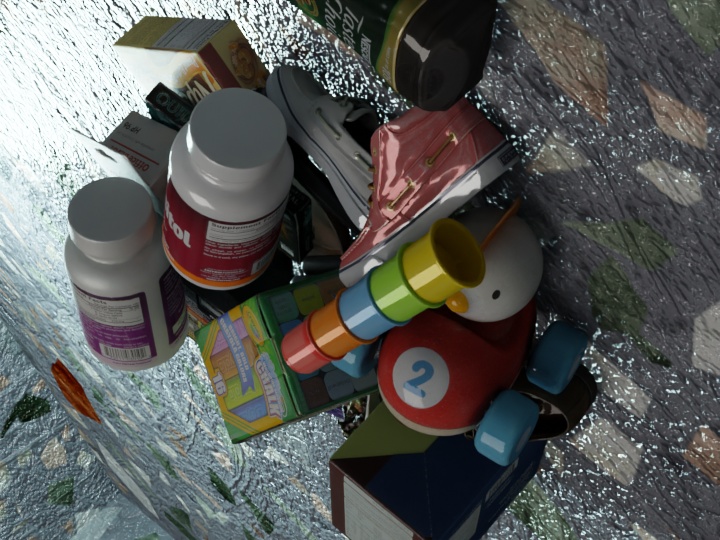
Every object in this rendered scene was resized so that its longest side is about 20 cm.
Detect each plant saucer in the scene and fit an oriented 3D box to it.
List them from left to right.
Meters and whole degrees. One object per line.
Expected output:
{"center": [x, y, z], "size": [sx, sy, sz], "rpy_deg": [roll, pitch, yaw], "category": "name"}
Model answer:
{"center": [-0.078, -0.080, 1.563], "size": [0.200, 0.034, 0.201], "rpy_deg": [39, 158, 19], "category": "plant saucer"}

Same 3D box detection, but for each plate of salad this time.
{"center": [-0.006, 0.094, 1.550], "size": [0.048, 0.202, 0.200], "rpy_deg": [4, 158, -5], "category": "plate of salad"}

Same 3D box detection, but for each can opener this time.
{"center": [-0.039, -0.096, 1.401], "size": [0.063, 0.079, 0.200], "rpy_deg": [-32, 111, 28], "category": "can opener"}
{"center": [0.000, 0.000, 1.466], "size": [0.199, 0.053, 0.066], "rpy_deg": [-4, 137, 51], "category": "can opener"}

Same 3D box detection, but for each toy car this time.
{"center": [0.092, 0.023, 1.236], "size": [0.184, 0.177, 0.201], "rpy_deg": [29, 142, 18], "category": "toy car"}

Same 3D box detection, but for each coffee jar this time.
{"center": [0.009, -0.207, 1.075], "size": [0.200, 0.085, 0.104], "rpy_deg": [40, 159, 18], "category": "coffee jar"}

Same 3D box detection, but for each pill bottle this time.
{"center": [-0.236, 0.003, 1.478], "size": [0.112, 0.112, 0.201], "rpy_deg": [37, 150, 26], "category": "pill bottle"}
{"center": [-0.121, -0.075, 1.344], "size": [0.113, 0.113, 0.200], "rpy_deg": [43, 152, 13], "category": "pill bottle"}

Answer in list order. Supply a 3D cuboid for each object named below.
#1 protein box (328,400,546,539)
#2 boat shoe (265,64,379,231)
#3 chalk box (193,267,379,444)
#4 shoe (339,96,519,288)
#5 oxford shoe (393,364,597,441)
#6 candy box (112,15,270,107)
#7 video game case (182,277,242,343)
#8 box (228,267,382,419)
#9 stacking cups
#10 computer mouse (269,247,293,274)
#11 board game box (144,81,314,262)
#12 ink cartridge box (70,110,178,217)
{"center": [0.081, 0.199, 1.504], "size": [0.135, 0.199, 0.200], "rpy_deg": [38, 158, 17], "category": "protein box"}
{"center": [-0.010, -0.121, 1.311], "size": [0.067, 0.073, 0.200], "rpy_deg": [-50, 64, 30], "category": "boat shoe"}
{"center": [-0.053, 0.075, 1.410], "size": [0.200, 0.124, 0.125], "rpy_deg": [-29, 79, 56], "category": "chalk box"}
{"center": [0.034, -0.070, 1.209], "size": [0.200, 0.071, 0.091], "rpy_deg": [-39, 89, 35], "category": "shoe"}
{"center": [0.110, 0.123, 1.353], "size": [0.199, 0.084, 0.073], "rpy_deg": [-8, 114, 28], "category": "oxford shoe"}
{"center": [-0.160, -0.194, 1.484], "size": [0.199, 0.055, 0.116], "rpy_deg": [16, 147, 55], "category": "candy box"}
{"center": [-0.194, 0.028, 1.629], "size": [0.200, 0.026, 0.181], "rpy_deg": [38, 160, 12], "category": "video game case"}
{"center": [-0.062, 0.085, 1.694], "size": [0.140, 0.079, 0.200], "rpy_deg": [14, 153, 37], "category": "box"}
{"center": [0.014, 0.032, 1.197], "size": [0.061, 0.061, 0.200], "rpy_deg": [49, 129, -5], "category": "stacking cups"}
{"center": [-0.125, -0.014, 1.747], "size": [0.138, 0.053, 0.200], "rpy_deg": [32, 161, 4], "category": "computer mouse"}
{"center": [-0.132, -0.098, 1.509], "size": [0.200, 0.028, 0.135], "rpy_deg": [38, 164, 11], "category": "board game box"}
{"center": [-0.192, -0.088, 1.498], "size": [0.116, 0.068, 0.200], "rpy_deg": [27, 160, 44], "category": "ink cartridge box"}
